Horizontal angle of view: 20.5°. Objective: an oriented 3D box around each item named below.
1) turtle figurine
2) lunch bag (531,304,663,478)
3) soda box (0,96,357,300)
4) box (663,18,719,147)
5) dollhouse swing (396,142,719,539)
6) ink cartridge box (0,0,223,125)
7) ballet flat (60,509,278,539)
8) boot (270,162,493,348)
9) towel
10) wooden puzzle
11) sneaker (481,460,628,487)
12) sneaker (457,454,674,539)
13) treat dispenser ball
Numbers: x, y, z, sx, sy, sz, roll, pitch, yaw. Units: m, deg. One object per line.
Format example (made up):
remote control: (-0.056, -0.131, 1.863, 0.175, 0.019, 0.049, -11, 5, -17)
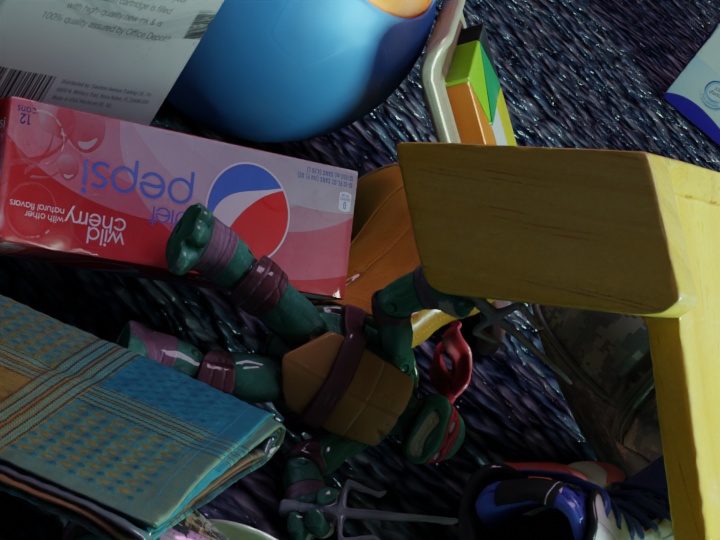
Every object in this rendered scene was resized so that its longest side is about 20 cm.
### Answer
turtle figurine: (-0.011, 0.054, 0.935, 0.199, 0.150, 0.101, 25, -9, -14)
lunch bag: (0.182, 0.069, 1.088, 0.168, 0.139, 0.200, 35, -16, 36)
soda box: (-0.099, -0.032, 0.966, 0.199, 0.070, 0.063, 10, -6, -37)
box: (0.436, -0.161, 2.043, 0.184, 0.105, 0.200, 44, 23, 18)
dollhouse swing: (0.128, 0.045, 0.898, 0.181, 0.177, 0.200, 5, -2, 38)
ink cartridge box: (-0.149, -0.141, 0.990, 0.084, 0.200, 0.146, 45, 23, 29)
ballet flat: (-0.025, 0.146, 0.777, 0.200, 0.069, 0.071, 36, 41, 7)
boot: (0.001, 0.001, 1.099, 0.144, 0.201, 0.071, -33, 108, -31)
towel: (-0.142, 0.048, 0.797, 0.199, 0.022, 0.147, 22, 18, 14)
wooden puzzle: (0.078, -0.072, 1.245, 0.185, 0.037, 0.201, -72, 151, -67)
sneaker: (0.103, 0.161, 0.969, 0.086, 0.074, 0.200, 13, 24, -21)
sneaker: (0.103, 0.123, 0.857, 0.080, 0.116, 0.199, 13, 36, 37)
treat dispenser ball: (-0.052, -0.179, 1.216, 0.200, 0.201, 0.201, 31, 22, -14)
